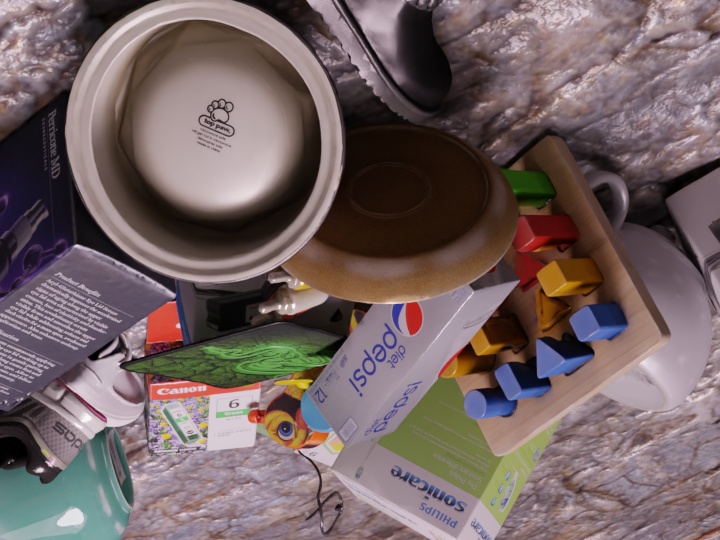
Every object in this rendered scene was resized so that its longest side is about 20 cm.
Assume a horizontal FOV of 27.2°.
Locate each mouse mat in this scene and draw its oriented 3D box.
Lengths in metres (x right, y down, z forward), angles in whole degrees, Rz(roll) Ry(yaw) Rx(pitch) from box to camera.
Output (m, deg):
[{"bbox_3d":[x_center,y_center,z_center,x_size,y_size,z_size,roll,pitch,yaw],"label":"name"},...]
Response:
[{"bbox_3d":[-0.087,0.073,1.242,0.159,0.008,0.200,-16,166,22],"label":"mouse mat"}]

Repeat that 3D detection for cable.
[{"bbox_3d":[0.000,0.000,1.169,0.198,0.051,0.097,-14,157,-25],"label":"cable"}]

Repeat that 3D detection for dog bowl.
[{"bbox_3d":[-0.104,-0.097,1.051,0.197,0.074,0.203,2,105,7],"label":"dog bowl"}]

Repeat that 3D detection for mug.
[{"bbox_3d":[-0.284,0.190,1.399,0.113,0.153,0.186,-16,145,-1],"label":"mug"}]

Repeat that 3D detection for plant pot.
[{"bbox_3d":[0.021,-0.053,1.125,0.197,0.201,0.028,-9,133,-6],"label":"plant pot"}]

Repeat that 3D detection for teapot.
[{"bbox_3d":[0.240,0.021,1.345,0.196,0.147,0.200,32,167,2],"label":"teapot"}]

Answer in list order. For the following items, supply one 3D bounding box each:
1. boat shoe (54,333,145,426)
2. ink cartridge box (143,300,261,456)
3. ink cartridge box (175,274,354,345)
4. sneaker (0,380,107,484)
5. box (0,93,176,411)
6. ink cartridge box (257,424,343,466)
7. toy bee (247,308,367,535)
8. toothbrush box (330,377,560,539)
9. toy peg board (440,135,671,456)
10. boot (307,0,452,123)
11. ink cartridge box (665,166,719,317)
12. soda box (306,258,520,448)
[{"bbox_3d":[-0.243,0.073,1.330,0.068,0.073,0.200,-23,134,18],"label":"boat shoe"},{"bbox_3d":[-0.150,0.102,1.408,0.107,0.051,0.201,-5,145,-12],"label":"ink cartridge box"},{"bbox_3d":[-0.077,-0.008,1.248,0.142,0.085,0.201,-6,144,-13],"label":"ink cartridge box"},{"bbox_3d":[-0.317,0.123,1.282,0.198,0.088,0.074,21,157,24],"label":"sneaker"},{"bbox_3d":[-0.248,-0.011,1.137,0.199,0.149,0.104,-34,140,25],"label":"box"},{"bbox_3d":[-0.007,0.154,1.518,0.199,0.060,0.103,-34,140,27],"label":"ink cartridge box"},{"bbox_3d":[-0.052,0.125,1.395,0.107,0.202,0.131,15,158,23],"label":"toy bee"},{"bbox_3d":[0.090,0.142,1.369,0.144,0.201,0.086,23,163,29],"label":"toothbrush box"},{"bbox_3d":[0.117,0.025,1.240,0.097,0.201,0.200,-2,149,-48],"label":"toy peg board"},{"bbox_3d":[0.056,-0.199,1.032,0.156,0.080,0.211,-25,143,16],"label":"boot"},{"bbox_3d":[0.361,0.023,1.323,0.082,0.201,0.147,-29,143,6],"label":"ink cartridge box"},{"bbox_3d":[0.041,0.055,1.212,0.068,0.064,0.201,-12,146,-50],"label":"soda box"}]
